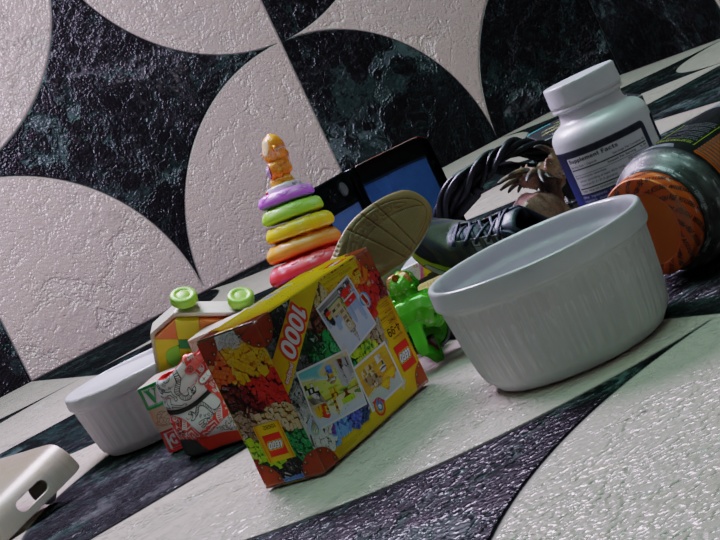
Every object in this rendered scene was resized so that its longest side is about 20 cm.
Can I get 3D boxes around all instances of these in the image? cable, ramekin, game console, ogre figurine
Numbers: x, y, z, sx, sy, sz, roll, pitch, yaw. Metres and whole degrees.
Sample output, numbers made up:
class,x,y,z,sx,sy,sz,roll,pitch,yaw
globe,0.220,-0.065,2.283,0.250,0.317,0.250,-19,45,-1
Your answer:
class,x,y,z,sx,sy,sz,roll,pitch,yaw
cable,0.171,-0.075,1.736,0.200,0.163,0.051,-35,41,7
ramekin,0.170,0.022,1.206,0.200,0.105,0.200,-25,7,3
ramekin,-0.274,0.163,1.812,0.202,0.094,0.202,-26,7,3
game console,0.046,-0.050,1.818,0.119,0.200,0.172,-23,7,32
ogre figurine,0.072,0.048,1.455,0.200,0.098,0.120,-7,-6,20

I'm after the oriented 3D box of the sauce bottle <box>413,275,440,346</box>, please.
class,x,y,z,sx,sy,sz,roll,pitch,yaw
sauce bottle,0.061,0.054,1.560,0.200,0.066,0.066,-27,6,10

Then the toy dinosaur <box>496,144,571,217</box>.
class,x,y,z,sx,sy,sz,roll,pitch,yaw
toy dinosaur,0.207,-0.067,1.632,0.086,0.136,0.200,-23,8,21

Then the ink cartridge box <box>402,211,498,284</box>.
class,x,y,z,sx,sy,sz,roll,pitch,yaw
ink cartridge box,0.088,0.014,1.666,0.200,0.086,0.148,-26,6,14

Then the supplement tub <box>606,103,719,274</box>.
class,x,y,z,sx,sy,sz,roll,pitch,yaw
supplement tub,0.325,-0.078,1.334,0.200,0.123,0.122,-30,8,-41

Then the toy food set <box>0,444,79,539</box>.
class,x,y,z,sx,sy,sz,roll,pitch,yaw
toy food set,-0.438,0.286,1.673,0.200,0.060,0.144,-21,19,45

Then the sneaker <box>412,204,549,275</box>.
class,x,y,z,sx,sy,sz,roll,pitch,yaw
sneaker,0.146,-0.038,1.498,0.200,0.081,0.074,4,53,6

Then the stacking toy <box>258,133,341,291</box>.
class,x,y,z,sx,sy,sz,roll,pitch,yaw
stacking toy,-0.079,-0.067,1.659,0.110,0.200,0.116,-20,1,-10

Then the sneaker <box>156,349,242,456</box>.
class,x,y,z,sx,sy,sz,roll,pitch,yaw
sneaker,-0.132,0.125,1.511,0.201,0.108,0.067,-22,7,28

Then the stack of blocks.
class,x,y,z,sx,sy,sz,roll,pitch,yaw
stack of blocks,-0.154,0.119,1.613,0.200,0.115,0.059,-24,7,18

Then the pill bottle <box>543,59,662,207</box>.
class,x,y,z,sx,sy,sz,roll,pitch,yaw
pill bottle,0.276,-0.120,1.513,0.111,0.200,0.111,-25,6,3

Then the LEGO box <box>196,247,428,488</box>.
class,x,y,z,sx,sy,sz,roll,pitch,yaw
LEGO box,-0.040,0.086,1.293,0.077,0.149,0.200,-20,9,36

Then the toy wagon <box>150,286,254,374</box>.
class,x,y,z,sx,sy,sz,roll,pitch,yaw
toy wagon,-0.149,0.091,1.678,0.200,0.155,0.040,0,37,3

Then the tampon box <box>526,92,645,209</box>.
class,x,y,z,sx,sy,sz,roll,pitch,yaw
tampon box,0.332,-0.160,1.942,0.150,0.126,0.200,-25,7,4

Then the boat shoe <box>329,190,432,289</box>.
class,x,y,z,sx,sy,sz,roll,pitch,yaw
boat shoe,0.000,0.000,1.474,0.200,0.071,0.069,-48,-12,-13
